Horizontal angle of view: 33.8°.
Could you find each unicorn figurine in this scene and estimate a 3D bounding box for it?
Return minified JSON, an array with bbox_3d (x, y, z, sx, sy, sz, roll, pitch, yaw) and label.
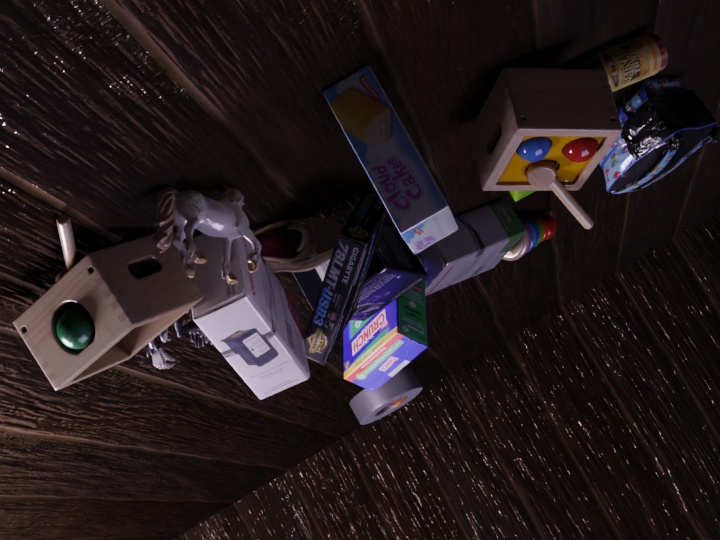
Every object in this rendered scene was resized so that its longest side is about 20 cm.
[{"bbox_3d":[-0.176,-0.053,1.448,0.073,0.139,0.200,-24,153,19],"label":"unicorn figurine"}]

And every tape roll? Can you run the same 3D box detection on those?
[{"bbox_3d":[0.070,0.344,3.242,0.199,0.067,0.201,-27,164,-8],"label":"tape roll"}]

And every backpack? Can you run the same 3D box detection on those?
[{"bbox_3d":[0.506,-0.230,2.101,0.181,0.135,0.200,-15,158,-45],"label":"backpack"}]

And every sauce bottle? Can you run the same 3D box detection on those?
[{"bbox_3d":[0.366,-0.294,1.768,0.198,0.066,0.066,-27,165,-21],"label":"sauce bottle"}]

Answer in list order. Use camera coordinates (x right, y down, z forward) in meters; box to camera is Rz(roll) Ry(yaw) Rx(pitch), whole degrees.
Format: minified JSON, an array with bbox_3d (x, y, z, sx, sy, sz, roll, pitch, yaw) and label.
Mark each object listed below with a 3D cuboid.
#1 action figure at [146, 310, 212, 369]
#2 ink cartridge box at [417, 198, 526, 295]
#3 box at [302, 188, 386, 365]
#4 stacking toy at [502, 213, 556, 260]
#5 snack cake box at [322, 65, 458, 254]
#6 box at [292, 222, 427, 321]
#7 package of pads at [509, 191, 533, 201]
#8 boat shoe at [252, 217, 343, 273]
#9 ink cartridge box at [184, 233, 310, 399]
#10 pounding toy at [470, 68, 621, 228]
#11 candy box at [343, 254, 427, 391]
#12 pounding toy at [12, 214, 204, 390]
[{"bbox_3d":[-0.258,0.080,1.725,0.118,0.103,0.200,-23,169,19],"label":"action figure"},{"bbox_3d":[0.186,-0.040,2.201,0.198,0.085,0.146,-20,162,-31],"label":"ink cartridge box"},{"bbox_3d":[-0.020,0.005,1.720,0.199,0.049,0.202,-64,173,-66],"label":"box"},{"bbox_3d":[0.339,-0.080,2.400,0.085,0.086,0.199,-40,169,34],"label":"stacking toy"},{"bbox_3d":[0.037,-0.130,1.416,0.067,0.201,0.115,-29,165,2],"label":"snack cake box"},{"bbox_3d":[0.000,0.000,1.945,0.147,0.105,0.200,-36,163,18],"label":"box"},{"bbox_3d":[0.294,-0.207,1.878,0.153,0.069,0.200,-29,158,-3],"label":"package of pads"},{"bbox_3d":[-0.096,-0.039,1.700,0.198,0.074,0.069,-19,167,-34],"label":"boat shoe"},{"bbox_3d":[-0.153,0.053,1.599,0.084,0.146,0.201,-23,136,8],"label":"ink cartridge box"},{"bbox_3d":[0.269,-0.168,1.685,0.182,0.144,0.200,-1,153,-15],"label":"pounding toy"},{"bbox_3d":[0.041,0.084,2.104,0.076,0.202,0.169,22,135,-28],"label":"candy box"},{"bbox_3d":[-0.317,0.027,1.434,0.184,0.143,0.200,-37,174,26],"label":"pounding toy"}]
